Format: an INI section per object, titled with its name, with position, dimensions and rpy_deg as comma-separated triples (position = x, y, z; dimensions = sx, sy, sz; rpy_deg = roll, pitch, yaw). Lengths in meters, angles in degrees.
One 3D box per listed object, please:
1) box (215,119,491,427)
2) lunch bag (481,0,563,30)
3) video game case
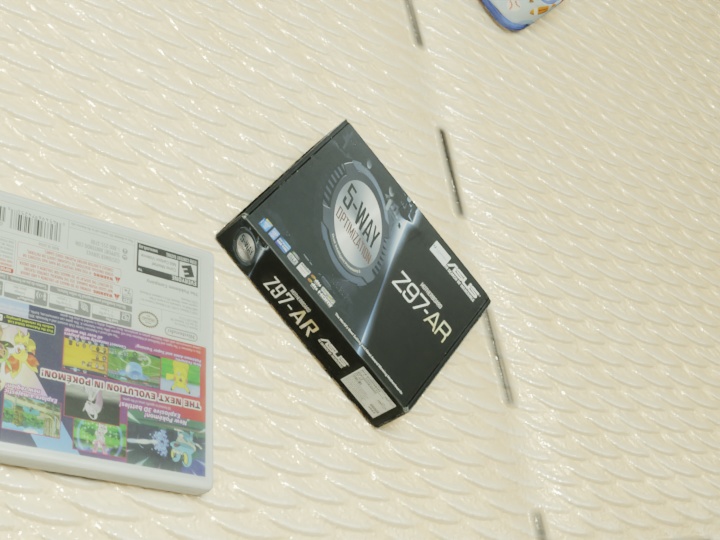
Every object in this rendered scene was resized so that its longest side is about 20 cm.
[box]
position = 0.000, 0.000, 1.046
dimensions = 0.200, 0.043, 0.160
rpy_deg = 51, 45, -7
[lunch bag]
position = 0.171, -0.354, 1.363
dimensions = 0.160, 0.075, 0.200
rpy_deg = 49, 46, -6
[video game case]
position = -0.187, 0.048, 0.875
dimensions = 0.199, 0.023, 0.184
rpy_deg = 17, 57, -35
